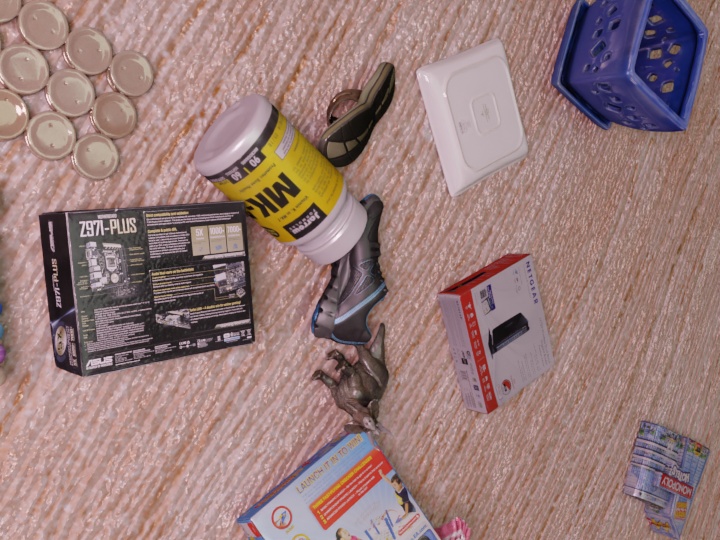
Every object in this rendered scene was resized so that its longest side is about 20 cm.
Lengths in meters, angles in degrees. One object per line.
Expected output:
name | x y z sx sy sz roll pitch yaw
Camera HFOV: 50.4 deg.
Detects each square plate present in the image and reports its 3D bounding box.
square plate | 0.185 -0.240 1.183 0.198 0.028 0.201 -30 110 -35

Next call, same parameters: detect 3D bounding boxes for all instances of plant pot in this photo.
plant pot | 0.446 -0.356 1.293 0.200 0.180 0.201 26 77 -37

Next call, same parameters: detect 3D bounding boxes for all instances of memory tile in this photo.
memory tile | -0.320 -0.192 0.778 0.200 0.017 0.154 26 76 -38

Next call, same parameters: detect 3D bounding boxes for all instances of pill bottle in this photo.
pill bottle | -0.089 -0.102 0.909 0.200 0.114 0.114 42 67 -32

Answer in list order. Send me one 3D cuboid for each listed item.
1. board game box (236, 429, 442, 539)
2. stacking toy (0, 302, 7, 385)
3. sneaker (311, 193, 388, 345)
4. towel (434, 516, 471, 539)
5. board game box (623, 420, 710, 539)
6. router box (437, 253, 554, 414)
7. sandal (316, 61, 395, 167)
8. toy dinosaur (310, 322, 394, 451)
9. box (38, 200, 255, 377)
board game box | -0.022 0.336 0.978 0.200 0.056 0.196 -34 90 -33
stacking toy | -0.368 0.008 0.713 0.085 0.085 0.201 7 83 -39
sneaker | 0.000 0.000 1.002 0.082 0.073 0.201 18 88 -8
towel | 0.079 0.438 1.028 0.030 0.146 0.200 31 53 -12
board game box | 0.618 0.430 1.548 0.200 0.062 0.200 28 74 -37
router box | 0.219 0.095 1.213 0.179 0.049 0.201 -27 109 -35
sandal | -0.011 -0.207 1.007 0.080 0.057 0.201 96 18 -47
toy dinosaur | -0.001 0.147 1.019 0.102 0.077 0.200 52 27 -16
box | -0.224 0.012 0.821 0.200 0.086 0.164 -9 98 -39
